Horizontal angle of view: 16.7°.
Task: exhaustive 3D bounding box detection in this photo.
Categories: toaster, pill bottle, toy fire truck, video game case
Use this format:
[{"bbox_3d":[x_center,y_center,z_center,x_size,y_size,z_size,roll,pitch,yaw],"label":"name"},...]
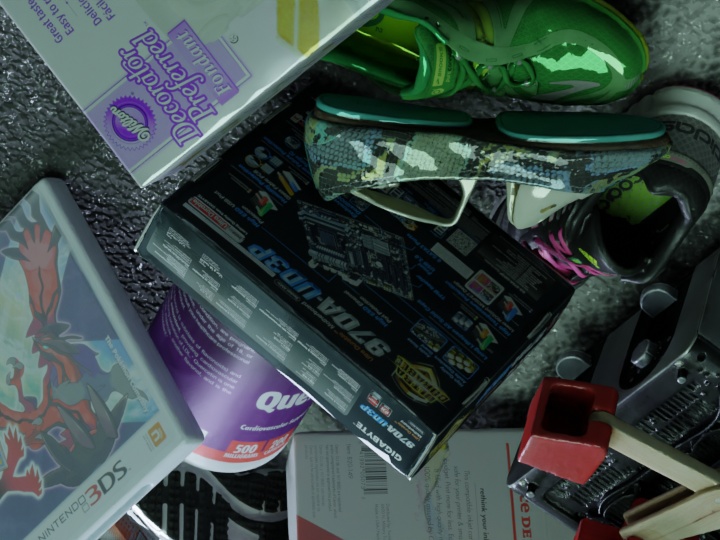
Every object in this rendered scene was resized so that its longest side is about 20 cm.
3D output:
[{"bbox_3d":[0.219,0.102,1.465,0.200,0.119,0.181,34,133,-15],"label":"toaster"},{"bbox_3d":[-0.061,0.026,1.483,0.112,0.113,0.200,25,134,-7],"label":"pill bottle"},{"bbox_3d":[0.179,0.147,1.401,0.200,0.049,0.141,17,133,0],"label":"toy fire truck"},{"bbox_3d":[-0.202,0.075,1.521,0.182,0.023,0.200,-43,65,28],"label":"video game case"}]

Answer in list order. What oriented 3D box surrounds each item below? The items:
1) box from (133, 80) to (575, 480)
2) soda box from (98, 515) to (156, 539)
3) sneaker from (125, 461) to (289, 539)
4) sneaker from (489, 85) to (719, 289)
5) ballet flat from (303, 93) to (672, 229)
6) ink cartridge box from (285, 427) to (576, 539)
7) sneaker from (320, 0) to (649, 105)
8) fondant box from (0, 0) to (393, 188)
[{"bbox_3d":[0.000,0.000,1.360,0.200,0.159,0.046,39,135,8],"label":"box"},{"bbox_3d":[-0.203,0.127,1.652,0.068,0.064,0.200,-12,126,27],"label":"soda box"},{"bbox_3d":[-0.115,0.152,1.597,0.080,0.074,0.200,0,164,28],"label":"sneaker"},{"bbox_3d":[0.132,-0.024,1.397,0.074,0.087,0.200,37,131,-18],"label":"sneaker"},{"bbox_3d":[0.068,-0.056,1.338,0.200,0.074,0.074,5,133,6],"label":"ballet flat"},{"bbox_3d":[0.056,0.164,1.543,0.200,0.117,0.068,0,158,-6],"label":"ink cartridge box"},{"bbox_3d":[0.056,-0.117,1.336,0.200,0.084,0.074,10,129,7],"label":"sneaker"},{"bbox_3d":[-0.077,-0.160,1.286,0.200,0.058,0.144,-37,91,20],"label":"fondant box"}]
